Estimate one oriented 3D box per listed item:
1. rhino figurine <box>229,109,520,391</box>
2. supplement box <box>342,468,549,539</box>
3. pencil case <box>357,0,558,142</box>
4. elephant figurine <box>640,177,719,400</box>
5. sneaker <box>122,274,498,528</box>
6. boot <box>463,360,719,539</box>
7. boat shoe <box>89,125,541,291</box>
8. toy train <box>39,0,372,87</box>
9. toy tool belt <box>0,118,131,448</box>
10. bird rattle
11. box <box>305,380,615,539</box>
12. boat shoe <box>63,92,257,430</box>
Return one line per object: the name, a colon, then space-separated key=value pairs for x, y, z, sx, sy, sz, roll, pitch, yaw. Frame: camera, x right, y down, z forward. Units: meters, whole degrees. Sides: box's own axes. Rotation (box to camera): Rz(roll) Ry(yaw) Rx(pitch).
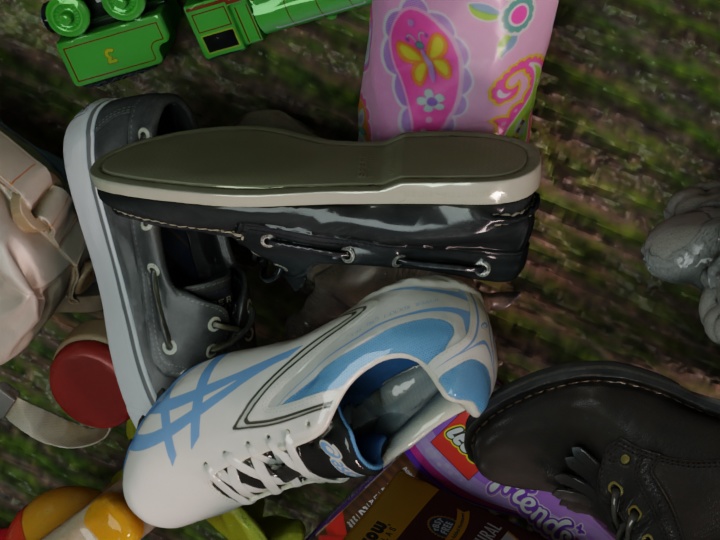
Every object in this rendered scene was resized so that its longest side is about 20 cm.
rhino figurine: x=0.000 y=0.000 z=1.212 sx=0.200 sy=0.060 sz=0.087 roll=37 pitch=115 yaw=16
supplement box: x=0.059 y=0.237 z=1.187 sx=0.200 sy=0.133 sz=0.197 roll=24 pitch=123 yaw=15
pencil case: x=0.050 y=-0.124 z=1.142 sx=0.087 sy=0.087 sz=0.200 roll=16 pitch=122 yaw=13
elephant figurine: x=0.204 y=0.058 z=1.147 sx=0.155 sy=0.141 sz=0.200 roll=19 pitch=126 yaw=54
sneaker: x=-0.028 y=0.068 z=1.123 sx=0.200 sy=0.073 sz=0.072 roll=-29 pitch=128 yaw=27
boot: x=0.118 y=0.128 z=1.040 sx=0.200 sy=0.174 sz=0.069 roll=0 pitch=144 yaw=26
boat shoe: x=-0.019 y=-0.023 z=1.128 sx=0.199 sy=0.075 sz=0.066 roll=-1 pitch=117 yaw=6
toy train: x=-0.057 y=-0.132 z=1.212 sx=0.200 sy=0.042 sz=0.056 roll=-13 pitch=116 yaw=20
toy tool belt: x=-0.168 y=-0.019 z=1.248 sx=0.200 sy=0.123 sz=0.125 roll=36 pitch=126 yaw=-1
bird rattle: x=-0.141 y=0.128 z=1.261 sx=0.200 sy=0.163 sz=0.113 roll=-27 pitch=91 yaw=19
box: x=0.081 y=0.165 z=1.259 sx=0.200 sy=0.039 sz=0.137 roll=45 pitch=114 yaw=1
boat shoe: x=-0.081 y=0.014 z=1.189 sx=0.057 sy=0.069 sz=0.200 roll=-13 pitch=99 yaw=39
